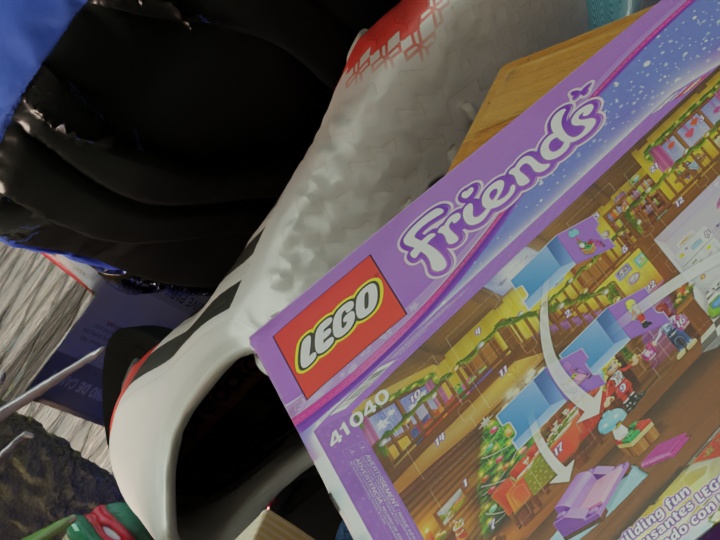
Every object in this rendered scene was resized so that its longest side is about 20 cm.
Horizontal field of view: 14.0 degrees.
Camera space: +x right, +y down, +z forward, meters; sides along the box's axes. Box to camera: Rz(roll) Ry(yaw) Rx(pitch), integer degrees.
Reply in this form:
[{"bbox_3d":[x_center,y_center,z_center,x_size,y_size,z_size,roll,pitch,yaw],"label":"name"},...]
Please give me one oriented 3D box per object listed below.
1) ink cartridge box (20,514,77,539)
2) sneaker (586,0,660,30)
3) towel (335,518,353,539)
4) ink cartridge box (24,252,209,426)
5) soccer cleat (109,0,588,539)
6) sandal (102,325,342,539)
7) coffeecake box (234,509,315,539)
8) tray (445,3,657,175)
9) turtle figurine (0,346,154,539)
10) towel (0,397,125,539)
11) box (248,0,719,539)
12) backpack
[{"bbox_3d":[-0.119,0.120,0.715,0.104,0.059,0.200,-32,1,-22],"label":"ink cartridge box"},{"bbox_3d":[0.132,-0.142,0.896,0.080,0.130,0.201,-123,35,-60],"label":"sneaker"},{"bbox_3d":[0.062,0.004,0.809,0.200,0.048,0.112,-59,11,-20],"label":"towel"},{"bbox_3d":[-0.068,-0.028,1.134,0.176,0.084,0.200,-54,-22,1],"label":"ink cartridge box"},{"bbox_3d":[0.000,0.000,0.819,0.200,0.069,0.085,-50,25,15],"label":"soccer cleat"},{"bbox_3d":[-0.042,0.058,0.924,0.200,0.045,0.075,9,101,56],"label":"sandal"},{"bbox_3d":[-0.069,0.180,0.769,0.200,0.073,0.154,-46,15,42],"label":"coffeecake box"},{"bbox_3d":[0.093,-0.032,0.687,0.200,0.037,0.099,-18,35,46],"label":"tray"},{"bbox_3d":[-0.128,0.119,0.916,0.200,0.101,0.150,-46,11,-2],"label":"turtle figurine"},{"bbox_3d":[-0.174,0.095,0.996,0.036,0.200,0.149,22,82,46],"label":"towel"},{"bbox_3d":[0.082,-0.006,0.539,0.200,0.039,0.137,-39,33,5],"label":"box"},{"bbox_3d":[-0.074,-0.086,0.883,0.163,0.168,0.200,-58,-24,14],"label":"backpack"}]
